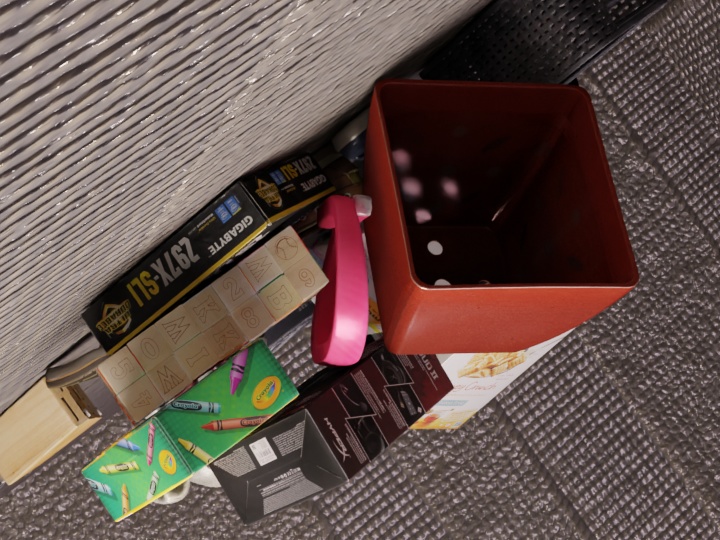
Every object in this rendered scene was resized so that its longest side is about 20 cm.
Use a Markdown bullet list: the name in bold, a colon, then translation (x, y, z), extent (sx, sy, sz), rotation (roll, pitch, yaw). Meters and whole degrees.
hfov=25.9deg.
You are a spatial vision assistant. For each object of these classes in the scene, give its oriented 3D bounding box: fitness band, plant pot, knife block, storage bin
- **fitness band**: translation (-0.017, 0.011, 1.365), extent (0.037, 0.146, 0.200), rotation (3, 174, -7)
- **plant pot**: translation (0.096, -0.029, 1.351), extent (0.197, 0.202, 0.177), rotation (0, 150, -18)
- **knife block**: translation (-0.369, 0.186, 1.687), extent (0.175, 0.064, 0.200), rotation (-38, 179, -6)
- **storage bin**: translation (0.164, -0.211, 1.426), extent (0.135, 0.094, 0.200), rotation (-36, 180, -42)

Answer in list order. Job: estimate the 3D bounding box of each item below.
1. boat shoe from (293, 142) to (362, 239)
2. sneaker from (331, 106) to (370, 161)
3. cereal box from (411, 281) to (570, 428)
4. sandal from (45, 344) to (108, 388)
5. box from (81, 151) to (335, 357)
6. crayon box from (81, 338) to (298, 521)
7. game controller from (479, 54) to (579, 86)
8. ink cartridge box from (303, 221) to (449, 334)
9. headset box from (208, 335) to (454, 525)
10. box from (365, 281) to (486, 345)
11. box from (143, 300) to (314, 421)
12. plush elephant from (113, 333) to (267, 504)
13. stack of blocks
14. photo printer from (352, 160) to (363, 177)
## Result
- **boat shoe**: translation (-0.081, -0.037, 1.480), extent (0.199, 0.068, 0.072), rotation (-37, 179, 3)
- **sneaker**: translation (0.044, -0.111, 1.498), extent (0.075, 0.085, 0.199), rotation (-35, 168, 24)
- **cereal box**: translation (0.111, 0.088, 1.554), extent (0.143, 0.040, 0.200), rotation (5, 139, -47)
- **sandal**: translation (-0.226, 0.061, 1.543), extent (0.198, 0.055, 0.082), rotation (-23, 173, 15)
- **box**: translation (-0.130, -0.016, 1.357), extent (0.199, 0.050, 0.160), rotation (-38, 177, 23)
- **crayon box**: translation (-0.145, 0.136, 1.303), extent (0.118, 0.059, 0.200), rotation (-36, 180, -33)
- **game controller**: translation (0.172, -0.187, 1.584), extent (0.104, 0.042, 0.201), rotation (-44, -145, 30)
- **ink cartridge box**: translation (0.000, 0.000, 1.545), extent (0.199, 0.115, 0.068), rotation (-14, -150, 54)
- **headset box**: translation (-0.021, 0.133, 1.415), extent (0.148, 0.078, 0.199), rotation (-29, -177, 41)
- **box**: translation (0.096, 0.013, 1.698), extent (0.197, 0.124, 0.201), rotation (-22, 156, -35)
- **box**: translation (-0.170, 0.073, 1.785), extent (0.198, 0.124, 0.200), rotation (-38, 178, -26)
- **plush elephant**: translation (-0.149, 0.138, 1.499), extent (0.163, 0.156, 0.200), rotation (-22, 167, -26)
- **stack of blocks**: translation (-0.128, 0.050, 1.337), extent (0.199, 0.059, 0.115), rotation (-36, 179, -13)
- **photo printer**: translation (0.066, -0.112, 1.683), extent (0.200, 0.070, 0.166), rotation (-44, 159, 12)
